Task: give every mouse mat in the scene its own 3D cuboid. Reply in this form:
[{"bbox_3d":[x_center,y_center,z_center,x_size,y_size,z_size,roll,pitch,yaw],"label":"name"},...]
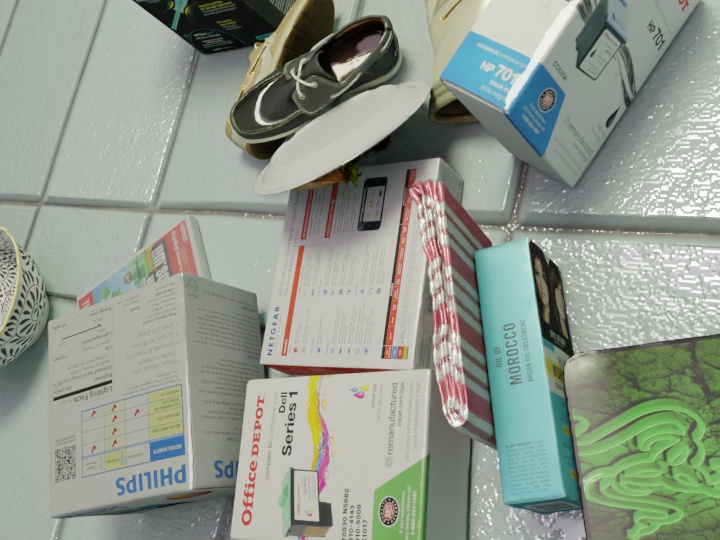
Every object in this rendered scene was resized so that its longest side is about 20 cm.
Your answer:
[{"bbox_3d":[0.250,0.123,0.597,0.197,0.008,0.163,-11,66,17],"label":"mouse mat"}]

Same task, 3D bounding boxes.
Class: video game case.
[{"bbox_3d":[-0.256,0.044,1.005,0.199,0.017,0.144,-33,57,21],"label":"video game case"}]

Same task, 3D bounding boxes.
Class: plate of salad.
[{"bbox_3d":[-0.015,-0.123,0.830,0.198,0.048,0.201,-28,21,12],"label":"plate of salad"}]

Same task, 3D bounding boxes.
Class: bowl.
[{"bbox_3d":[-0.469,0.050,1.104,0.199,0.094,0.203,-13,66,31],"label":"bowl"}]

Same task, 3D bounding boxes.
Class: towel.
[{"bbox_3d":[0.085,0.041,0.684,0.030,0.146,0.203,-13,66,22],"label":"towel"}]

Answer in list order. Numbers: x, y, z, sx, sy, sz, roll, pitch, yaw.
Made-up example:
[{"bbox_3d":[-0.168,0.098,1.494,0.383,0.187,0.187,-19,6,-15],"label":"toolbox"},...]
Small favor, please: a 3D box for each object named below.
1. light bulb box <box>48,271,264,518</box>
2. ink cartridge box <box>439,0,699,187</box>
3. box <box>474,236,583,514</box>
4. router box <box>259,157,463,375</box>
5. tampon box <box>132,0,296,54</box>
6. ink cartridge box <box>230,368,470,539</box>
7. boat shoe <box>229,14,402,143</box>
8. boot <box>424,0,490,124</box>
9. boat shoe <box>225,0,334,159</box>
[{"bbox_3d":[-0.204,0.132,0.857,0.196,0.124,0.203,-18,70,29],"label":"light bulb box"},{"bbox_3d":[0.178,-0.196,0.709,0.086,0.146,0.201,39,96,39],"label":"ink cartridge box"},{"bbox_3d":[0.138,0.083,0.673,0.049,0.082,0.203,-16,65,27],"label":"box"},{"bbox_3d":[0.000,0.000,0.822,0.178,0.049,0.203,-2,72,35],"label":"router box"},{"bbox_3d":[-0.185,-0.367,0.995,0.148,0.199,0.128,2,73,35],"label":"tampon box"},{"bbox_3d":[-0.010,0.169,0.742,0.198,0.084,0.147,-8,68,33],"label":"ink cartridge box"},{"bbox_3d":[-0.052,-0.201,0.884,0.198,0.068,0.072,-28,78,1],"label":"boat shoe"},{"bbox_3d":[0.145,-0.227,0.792,0.198,0.072,0.157,-15,64,38],"label":"boot"},{"bbox_3d":[-0.096,-0.228,0.961,0.066,0.074,0.202,25,88,33],"label":"boat shoe"}]
